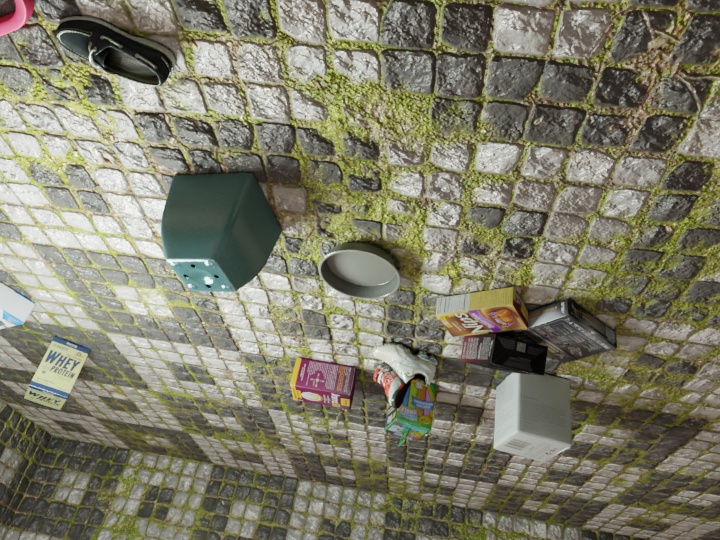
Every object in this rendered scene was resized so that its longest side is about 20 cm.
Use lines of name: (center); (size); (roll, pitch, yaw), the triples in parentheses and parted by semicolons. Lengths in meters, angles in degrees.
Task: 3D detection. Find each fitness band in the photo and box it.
fitness band: (-0.624, -0.449, 0.921); (0.198, 0.038, 0.144); (-4, 145, 24)

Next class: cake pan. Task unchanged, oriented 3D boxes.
cake pan: (0.000, 0.000, 1.363); (0.198, 0.037, 0.201); (8, 146, 6)

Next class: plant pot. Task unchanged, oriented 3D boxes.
plant pot: (-0.309, -0.067, 1.221); (0.195, 0.201, 0.196); (0, 144, 16)

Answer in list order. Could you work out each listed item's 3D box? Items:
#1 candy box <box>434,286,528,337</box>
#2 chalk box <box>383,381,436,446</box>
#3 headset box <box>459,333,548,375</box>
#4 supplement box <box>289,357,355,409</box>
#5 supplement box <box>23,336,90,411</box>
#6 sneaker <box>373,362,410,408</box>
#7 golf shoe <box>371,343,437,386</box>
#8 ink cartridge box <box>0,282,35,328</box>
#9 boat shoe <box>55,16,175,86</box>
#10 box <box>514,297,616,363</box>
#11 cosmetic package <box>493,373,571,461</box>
candy box: (0.297, 0.105, 1.407); (0.199, 0.057, 0.117); (-10, 141, 31)
chalk box: (0.157, 0.462, 1.830); (0.123, 0.201, 0.125); (17, 146, -8)
headset box: (0.359, 0.215, 1.469); (0.148, 0.078, 0.200); (15, 168, -13)
supplement box: (-0.121, 0.371, 1.874); (0.198, 0.104, 0.131); (8, 145, 6)
supplement box: (-1.122, 0.383, 2.116); (0.134, 0.201, 0.200); (26, 142, -22)
sneaker: (0.084, 0.341, 1.706); (0.107, 0.201, 0.068); (10, 110, 15)
golf shoe: (0.125, 0.276, 1.668); (0.198, 0.098, 0.078); (15, 147, -3)
ink cartridge box: (-1.191, 0.117, 1.860); (0.199, 0.086, 0.147); (-13, 138, 30)
boat shoe: (-0.415, -0.363, 0.953); (0.198, 0.061, 0.076); (13, 146, -1)
box: (0.507, 0.154, 1.416); (0.199, 0.049, 0.158); (31, 143, -25)
cosmetic package: (0.497, 0.418, 1.662); (0.165, 0.201, 0.168); (15, 146, -4)
